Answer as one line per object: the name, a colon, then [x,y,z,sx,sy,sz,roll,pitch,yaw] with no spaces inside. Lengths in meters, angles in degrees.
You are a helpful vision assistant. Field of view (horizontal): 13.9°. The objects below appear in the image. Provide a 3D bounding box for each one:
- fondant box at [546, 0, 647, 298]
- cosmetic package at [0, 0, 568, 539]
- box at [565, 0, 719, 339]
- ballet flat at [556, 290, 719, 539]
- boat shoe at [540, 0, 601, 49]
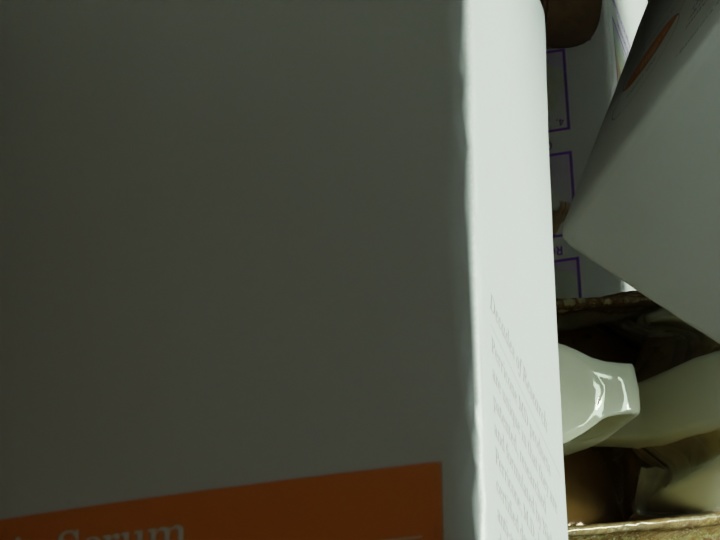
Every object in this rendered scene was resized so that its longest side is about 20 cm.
fondant box: [0.058,0.001,0.835,0.144,0.058,0.201,60,24,-61]
cosmetic package: [-0.019,0.022,0.508,0.071,0.101,0.201,64,21,-54]
box: [0.136,-0.073,0.689,0.125,0.097,0.200,-54,-174,35]
ballet flat: [0.053,0.036,0.675,0.199,0.065,0.071,-4,80,-39]
boat shoe: [0.039,-0.105,0.742,0.200,0.072,0.073,-75,175,-52]
